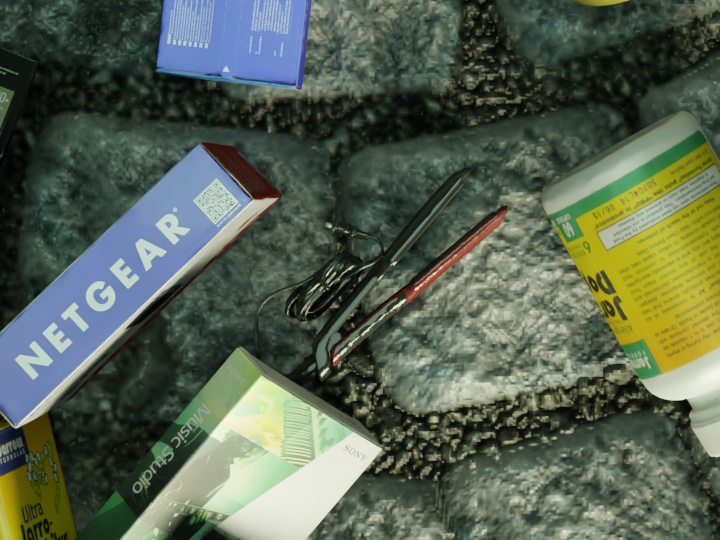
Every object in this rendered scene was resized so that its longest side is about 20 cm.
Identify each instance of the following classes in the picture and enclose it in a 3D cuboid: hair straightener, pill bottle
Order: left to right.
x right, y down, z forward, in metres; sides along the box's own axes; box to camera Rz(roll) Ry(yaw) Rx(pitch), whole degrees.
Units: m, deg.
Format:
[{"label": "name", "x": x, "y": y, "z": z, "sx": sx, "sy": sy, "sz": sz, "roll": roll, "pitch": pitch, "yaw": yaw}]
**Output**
[{"label": "hair straightener", "x": 0.000, "y": 0.000, "z": 1.439, "sx": 0.200, "sy": 0.041, "sz": 0.077, "roll": -42, "pitch": 90, "yaw": 8}, {"label": "pill bottle", "x": 0.208, "y": 0.011, "z": 1.388, "sx": 0.113, "sy": 0.113, "sz": 0.200, "roll": -30, "pitch": 92, "yaw": 4}]

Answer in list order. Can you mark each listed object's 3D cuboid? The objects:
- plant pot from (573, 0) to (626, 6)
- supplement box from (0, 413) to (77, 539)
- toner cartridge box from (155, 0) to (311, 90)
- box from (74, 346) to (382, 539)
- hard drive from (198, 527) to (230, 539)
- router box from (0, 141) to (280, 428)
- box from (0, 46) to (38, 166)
[{"label": "plant pot", "x": 0.147, "y": -0.250, "z": 1.355, "sx": 0.200, "sy": 0.200, "sz": 0.142, "roll": -29, "pitch": 117, "yaw": 4}, {"label": "supplement box", "x": -0.246, "y": 0.203, "z": 1.413, "sx": 0.109, "sy": 0.110, "sz": 0.200, "roll": -12, "pitch": 93, "yaw": 13}, {"label": "toner cartridge box", "x": -0.074, "y": -0.222, "z": 1.423, "sx": 0.095, "sy": 0.043, "sz": 0.200, "roll": 7, "pitch": 93, "yaw": 3}, {"label": "box", "x": -0.093, "y": 0.156, "z": 1.401, "sx": 0.200, "sy": 0.144, "sz": 0.036, "roll": -51, "pitch": 49, "yaw": 4}, {"label": "hard drive", "x": -0.066, "y": 0.273, "z": 1.412, "sx": 0.200, "sy": 0.033, "sz": 0.140, "roll": 39, "pitch": 94, "yaw": -27}, {"label": "router box", "x": -0.144, "y": 0.006, "z": 1.370, "sx": 0.200, "sy": 0.179, "sz": 0.049, "roll": -43, "pitch": 90, "yaw": 4}, {"label": "box", "x": -0.327, "y": -0.087, "z": 1.387, "sx": 0.200, "sy": 0.086, "sz": 0.164, "roll": 21, "pitch": 79, "yaw": -9}]
